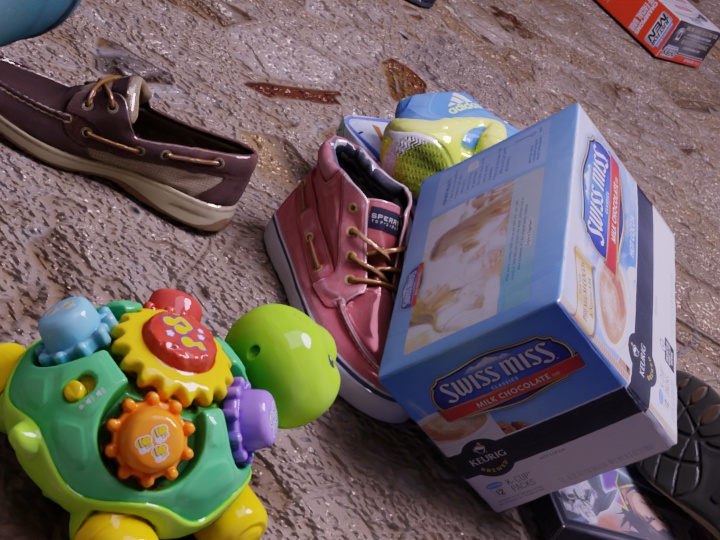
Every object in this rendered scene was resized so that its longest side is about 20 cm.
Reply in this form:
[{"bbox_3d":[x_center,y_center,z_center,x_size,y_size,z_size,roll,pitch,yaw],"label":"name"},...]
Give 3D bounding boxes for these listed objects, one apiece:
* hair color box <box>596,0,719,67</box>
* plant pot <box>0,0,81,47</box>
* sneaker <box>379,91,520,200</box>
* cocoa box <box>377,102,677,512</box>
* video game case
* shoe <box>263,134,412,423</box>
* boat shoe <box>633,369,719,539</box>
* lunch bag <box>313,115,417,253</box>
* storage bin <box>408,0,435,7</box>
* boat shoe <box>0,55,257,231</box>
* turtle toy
[{"bbox_3d":[0.388,-0.367,1.996,0.110,0.064,0.200,4,38,-45],"label":"hair color box"},{"bbox_3d":[-0.293,-0.204,0.876,0.199,0.201,0.188,37,41,9],"label":"plant pot"},{"bbox_3d":[0.109,-0.084,1.060,0.198,0.076,0.106,19,36,-15],"label":"sneaker"},{"bbox_3d":[0.110,0.020,0.913,0.131,0.133,0.201,49,33,-26],"label":"cocoa box"},{"bbox_3d":[0.185,0.138,1.000,0.198,0.026,0.181,19,31,-26],"label":"video game case"},{"bbox_3d":[0.000,0.000,0.952,0.071,0.091,0.201,12,34,-35],"label":"shoe"},{"bbox_3d":[0.241,0.145,0.956,0.074,0.075,0.200,47,5,-37],"label":"boat shoe"},{"bbox_3d":[0.068,-0.056,1.137,0.199,0.076,0.160,1,39,-45],"label":"lunch bag"},{"bbox_3d":[0.029,-0.394,1.622,0.134,0.094,0.201,19,30,-26],"label":"storage bin"},{"bbox_3d":[-0.161,-0.100,0.962,0.199,0.072,0.072,28,27,-9],"label":"boat shoe"},{"bbox_3d":[-0.093,0.066,0.734,0.199,0.101,0.146,-6,46,-51],"label":"turtle toy"}]
